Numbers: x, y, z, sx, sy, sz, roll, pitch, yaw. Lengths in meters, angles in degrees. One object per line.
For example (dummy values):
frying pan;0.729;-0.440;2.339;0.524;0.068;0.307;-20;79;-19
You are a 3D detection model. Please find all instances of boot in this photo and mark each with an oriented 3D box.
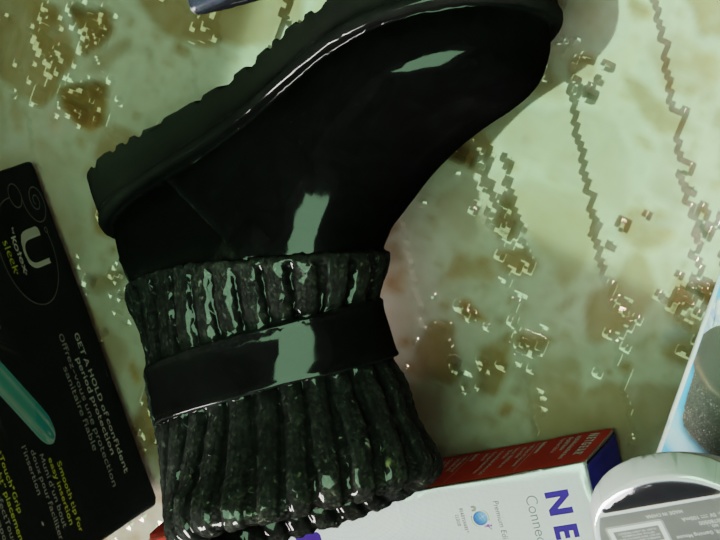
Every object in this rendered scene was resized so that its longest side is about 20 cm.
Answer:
boot;0.001;0.001;0.885;0.211;0.079;0.158;-30;65;31

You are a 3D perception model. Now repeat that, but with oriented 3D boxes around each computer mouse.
computer mouse;0.147;0.134;0.884;0.109;0.044;0.200;-11;119;31

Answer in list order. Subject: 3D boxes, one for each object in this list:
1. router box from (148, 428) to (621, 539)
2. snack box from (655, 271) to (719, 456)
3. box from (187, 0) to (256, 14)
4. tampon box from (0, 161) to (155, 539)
router box;0.030;0.174;0.953;0.179;0.049;0.200;-12;97;21
snack box;0.212;0.059;0.873;0.200;0.037;0.116;21;108;14
box;0.012;-0.216;0.838;0.198;0.123;0.200;-19;95;20
tampon box;-0.190;0.060;0.922;0.126;0.200;0.150;-18;94;22
